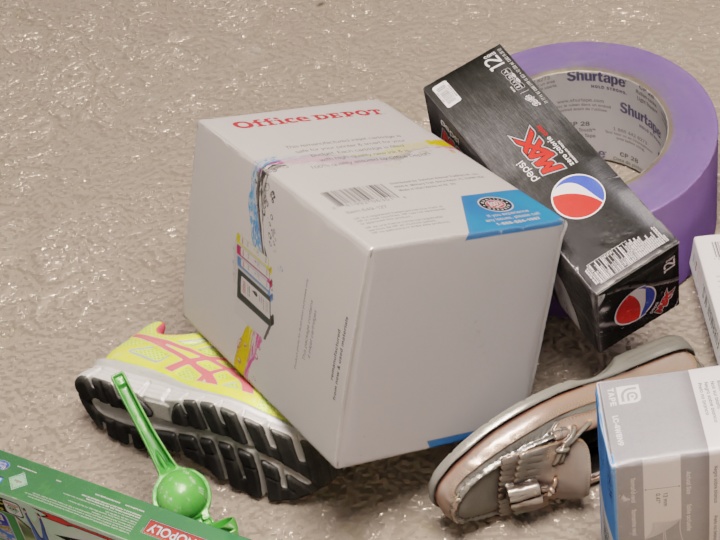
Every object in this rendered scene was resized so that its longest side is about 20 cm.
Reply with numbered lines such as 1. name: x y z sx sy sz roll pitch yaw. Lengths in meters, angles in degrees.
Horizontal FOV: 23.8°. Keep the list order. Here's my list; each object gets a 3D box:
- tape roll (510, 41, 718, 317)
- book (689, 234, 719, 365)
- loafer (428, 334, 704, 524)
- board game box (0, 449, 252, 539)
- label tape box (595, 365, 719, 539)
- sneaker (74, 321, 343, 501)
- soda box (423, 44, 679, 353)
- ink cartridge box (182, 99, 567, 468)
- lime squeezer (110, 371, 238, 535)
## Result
1. tape roll: 0.151 -0.067 1.204 0.197 0.086 0.201 -5 43 5
2. book: 0.291 0.049 1.074 0.132 0.048 0.201 -2 42 0
3. loafer: 0.137 0.105 1.043 0.199 0.072 0.063 -26 54 -20
4. board game box: -0.138 0.174 0.974 0.198 0.135 0.029 15 49 25
5. label tape box: 0.234 0.119 0.951 0.198 0.144 0.067 -6 43 4
6. sneaker: -0.087 0.078 1.105 0.198 0.079 0.090 19 48 28
7. soda box: 0.119 -0.048 1.079 0.063 0.071 0.201 -29 55 -10
8. ink cartridge box: 0.000 0.000 1.061 0.146 0.146 0.200 -9 31 -32
9. lime squeezer: -0.107 0.134 1.015 0.038 0.071 0.200 -39 35 -5
